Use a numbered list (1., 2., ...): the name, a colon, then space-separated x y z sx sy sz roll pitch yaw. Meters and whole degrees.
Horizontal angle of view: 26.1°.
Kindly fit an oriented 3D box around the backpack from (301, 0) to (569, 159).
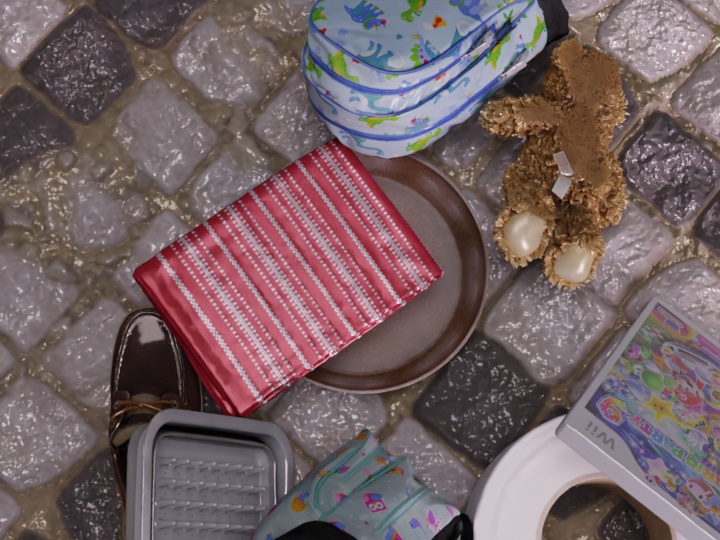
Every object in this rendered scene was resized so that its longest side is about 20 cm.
1. backpack: 0.042 -0.182 1.205 0.163 0.154 0.200 42 85 17

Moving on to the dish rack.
1. dish rack: -0.113 0.205 1.116 0.044 0.172 0.200 -9 76 35

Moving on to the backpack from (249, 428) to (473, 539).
1. backpack: -0.008 0.201 1.092 0.127 0.200 0.167 49 120 4

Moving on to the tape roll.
1. tape roll: 0.179 0.208 1.166 0.202 0.071 0.203 1 76 -4

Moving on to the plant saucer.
1. plant saucer: 0.000 0.000 1.218 0.200 0.034 0.200 1 76 -4

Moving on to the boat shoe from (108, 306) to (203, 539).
1. boat shoe: -0.155 0.121 1.159 0.072 0.072 0.200 1 77 -4

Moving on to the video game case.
1. video game case: 0.241 0.110 1.156 0.143 0.018 0.200 38 39 7

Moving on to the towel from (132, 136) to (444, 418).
1. towel: -0.056 0.004 1.186 0.200 0.022 0.145 -34 80 -13

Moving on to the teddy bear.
1. teddy bear: 0.154 -0.080 1.221 0.145 0.067 0.200 7 71 -25
